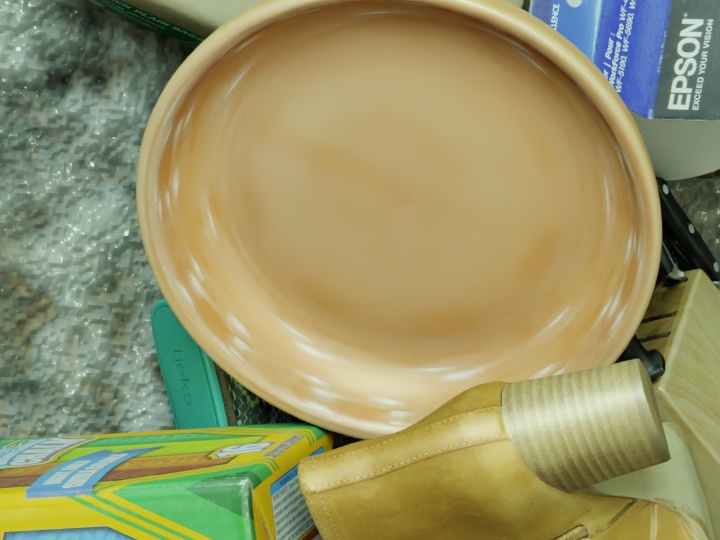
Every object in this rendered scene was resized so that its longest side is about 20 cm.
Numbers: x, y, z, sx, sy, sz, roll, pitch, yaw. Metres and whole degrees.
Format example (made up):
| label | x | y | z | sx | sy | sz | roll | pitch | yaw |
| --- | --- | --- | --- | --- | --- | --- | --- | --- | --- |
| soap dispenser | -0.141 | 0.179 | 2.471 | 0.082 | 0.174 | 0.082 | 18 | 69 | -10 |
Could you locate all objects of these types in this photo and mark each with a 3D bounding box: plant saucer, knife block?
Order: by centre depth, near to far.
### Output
| label | x | y | z | sx | sy | sz | roll | pitch | yaw |
| --- | --- | --- | --- | --- | --- | --- | --- | --- | --- |
| plant saucer | 0.015 | -0.024 | 0.854 | 0.199 | 0.037 | 0.201 | 6 | 123 | 9 |
| knife block | 0.123 | 0.059 | 0.948 | 0.175 | 0.064 | 0.201 | -3 | 81 | -48 |

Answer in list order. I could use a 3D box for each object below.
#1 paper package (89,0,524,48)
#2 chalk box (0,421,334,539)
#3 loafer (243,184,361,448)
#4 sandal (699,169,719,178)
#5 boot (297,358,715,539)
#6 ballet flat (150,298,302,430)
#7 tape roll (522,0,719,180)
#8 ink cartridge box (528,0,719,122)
| label | x | y | z | sx | sy | sz | roll | pitch | yaw |
| --- | --- | --- | --- | --- | --- | --- | --- | --- | --- |
| paper package | -0.018 | -0.175 | 0.928 | 0.199 | 0.103 | 0.191 | 22 | 87 | -23 |
| chalk box | -0.114 | 0.134 | 0.893 | 0.199 | 0.125 | 0.124 | -4 | 97 | 14 |
| loafer | 0.000 | 0.000 | 0.940 | 0.075 | 0.070 | 0.201 | -1 | 126 | 12 |
| sandal | 0.226 | -0.097 | 1.059 | 0.200 | 0.080 | 0.054 | -37 | 129 | -19 |
| boot | 0.062 | 0.102 | 0.886 | 0.144 | 0.071 | 0.201 | -17 | 145 | 12 |
| ballet flat | -0.041 | 0.098 | 0.972 | 0.074 | 0.074 | 0.201 | -9 | 103 | -21 |
| tape roll | 0.150 | -0.139 | 0.949 | 0.071 | 0.202 | 0.203 | 33 | 84 | -22 |
| ink cartridge box | 0.164 | -0.105 | 0.834 | 0.199 | 0.039 | 0.100 | 0 | 115 | -10 |
